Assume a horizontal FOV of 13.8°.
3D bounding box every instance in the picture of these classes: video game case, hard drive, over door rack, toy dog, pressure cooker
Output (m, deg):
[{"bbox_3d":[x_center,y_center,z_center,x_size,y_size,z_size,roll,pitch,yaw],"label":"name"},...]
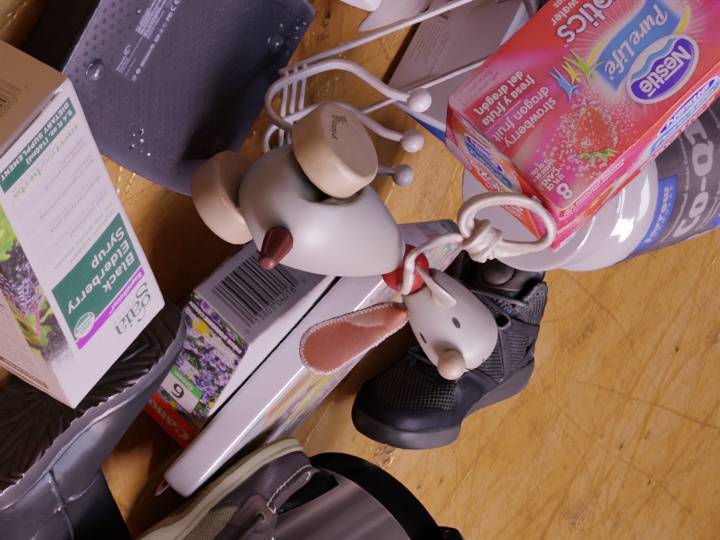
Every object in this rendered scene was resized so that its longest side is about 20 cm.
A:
[{"bbox_3d":[-0.022,0.049,1.759,0.200,0.023,0.182,-48,173,10],"label":"video game case"},{"bbox_3d":[-0.103,-0.119,1.556,0.135,0.042,0.200,-61,154,0],"label":"hard drive"},{"bbox_3d":[0.036,-0.109,1.682,0.200,0.067,0.148,-34,169,-12],"label":"over door rack"},{"bbox_3d":[0.000,0.000,1.591,0.132,0.200,0.096,-51,-159,42],"label":"toy dog"},{"bbox_3d":[-0.033,0.211,1.835,0.200,0.176,0.179,-29,146,-38],"label":"pressure cooker"}]

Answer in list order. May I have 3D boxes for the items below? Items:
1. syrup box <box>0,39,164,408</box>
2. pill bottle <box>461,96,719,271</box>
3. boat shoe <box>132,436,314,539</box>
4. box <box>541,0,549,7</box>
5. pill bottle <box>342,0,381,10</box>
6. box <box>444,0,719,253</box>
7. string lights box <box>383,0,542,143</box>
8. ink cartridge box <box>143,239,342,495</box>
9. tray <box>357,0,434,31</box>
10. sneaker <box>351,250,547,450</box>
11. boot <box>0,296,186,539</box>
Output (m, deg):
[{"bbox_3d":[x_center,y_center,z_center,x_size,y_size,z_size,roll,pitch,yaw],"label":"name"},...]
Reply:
[{"bbox_3d":[-0.171,-0.025,1.485,0.079,0.081,0.200,-49,149,-21],"label":"syrup box"},{"bbox_3d":[0.153,-0.061,1.844,0.200,0.114,0.114,-17,129,-55],"label":"pill bottle"},{"bbox_3d":[-0.084,0.164,1.698,0.201,0.066,0.072,-35,168,-50],"label":"boat shoe"},{"bbox_3d":[0.152,-0.242,1.799,0.161,0.049,0.200,69,33,-58],"label":"box"},{"bbox_3d":[0.014,-0.246,1.563,0.200,0.114,0.114,-61,153,-1],"label":"pill bottle"},{"bbox_3d":[0.148,-0.117,1.673,0.200,0.095,0.100,-43,169,-9],"label":"box"},{"bbox_3d":[0.095,-0.116,1.884,0.103,0.059,0.200,-62,153,-2],"label":"string lights box"},{"bbox_3d":[-0.075,0.044,1.729,0.109,0.050,0.200,-42,172,-34],"label":"ink cartridge box"},{"bbox_3d":[0.077,-0.209,1.670,0.107,0.022,0.200,-43,177,-46],"label":"tray"},{"bbox_3d":[0.062,0.046,1.963,0.199,0.076,0.114,-27,135,-53],"label":"sneaker"},{"bbox_3d":[-0.148,0.124,1.678,0.165,0.066,0.200,-41,144,-20],"label":"boot"}]
